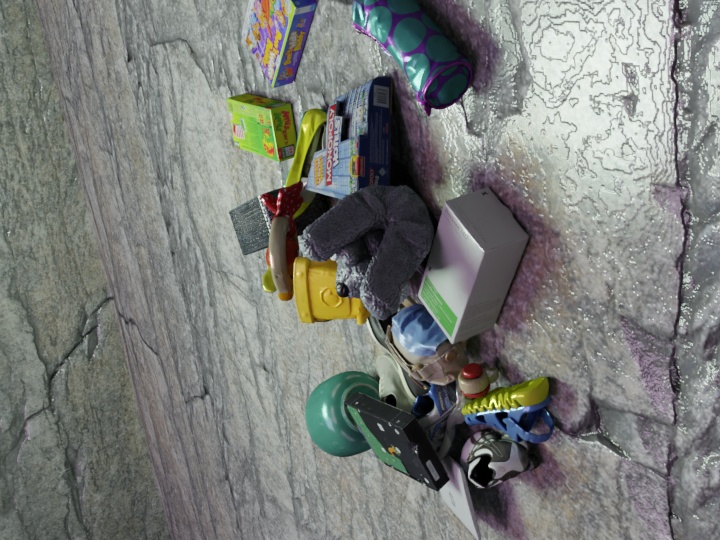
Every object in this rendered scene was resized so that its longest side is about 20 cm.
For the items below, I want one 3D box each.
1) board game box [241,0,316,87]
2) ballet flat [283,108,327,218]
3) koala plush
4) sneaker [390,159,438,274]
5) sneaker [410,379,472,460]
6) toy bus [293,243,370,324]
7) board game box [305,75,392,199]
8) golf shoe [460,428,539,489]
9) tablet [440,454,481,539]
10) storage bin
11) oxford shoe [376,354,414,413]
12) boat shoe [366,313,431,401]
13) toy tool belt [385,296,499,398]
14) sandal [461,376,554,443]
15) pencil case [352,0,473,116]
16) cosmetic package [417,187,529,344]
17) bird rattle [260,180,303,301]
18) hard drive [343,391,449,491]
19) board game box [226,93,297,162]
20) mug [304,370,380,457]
[{"bbox_3d":[-0.147,-0.445,1.713,0.136,0.044,0.201,59,151,21],"label":"board game box"},{"bbox_3d":[-0.089,-0.184,1.709,0.066,0.066,0.204,19,99,34],"label":"ballet flat"},{"bbox_3d":[0.018,-0.018,1.446,0.177,0.184,0.201,39,160,10],"label":"koala plush"},{"bbox_3d":[0.065,-0.065,1.546,0.204,0.066,0.108,66,149,18],"label":"sneaker"},{"bbox_3d":[0.121,0.242,1.610,0.078,0.083,0.202,-86,11,-46],"label":"sneaker"},{"bbox_3d":[0.000,0.000,1.643,0.188,0.200,0.138,5,119,21],"label":"toy bus"},{"bbox_3d":[-0.023,-0.194,1.563,0.199,0.061,0.205,-8,80,61],"label":"board game box"},{"bbox_3d":[0.193,0.300,1.529,0.079,0.093,0.200,65,154,6],"label":"golf shoe"},{"bbox_3d":[0.158,0.372,1.664,0.200,0.013,0.133,-151,45,-77],"label":"tablet"},{"bbox_3d":[-0.155,-0.102,1.853,0.199,0.133,0.096,-16,94,63],"label":"storage bin"},{"bbox_3d":[0.057,0.213,1.730,0.200,0.057,0.077,-125,23,-60],"label":"oxford shoe"},{"bbox_3d":[0.076,0.125,1.654,0.203,0.073,0.063,59,144,15],"label":"boat shoe"},{"bbox_3d":[0.120,0.108,1.507,0.199,0.124,0.125,28,140,51],"label":"toy tool belt"},{"bbox_3d":[0.221,0.219,1.445,0.088,0.079,0.199,65,154,0],"label":"sandal"},{"bbox_3d":[0.069,-0.315,1.349,0.201,0.092,0.085,53,-171,28],"label":"pencil case"},{"bbox_3d":[0.159,-0.005,1.398,0.108,0.084,0.202,54,150,34],"label":"cosmetic package"},{"bbox_3d":[-0.122,-0.041,1.661,0.164,0.110,0.203,-84,-5,-58],"label":"bird rattle"},{"bbox_3d":[0.060,0.287,1.647,0.199,0.038,0.141,9,132,60],"label":"hard drive"},{"bbox_3d":[-0.194,-0.284,1.903,0.199,0.047,0.104,25,130,54],"label":"board game box"},{"bbox_3d":[-0.003,0.270,1.834,0.114,0.181,0.155,144,128,-59],"label":"mug"}]
